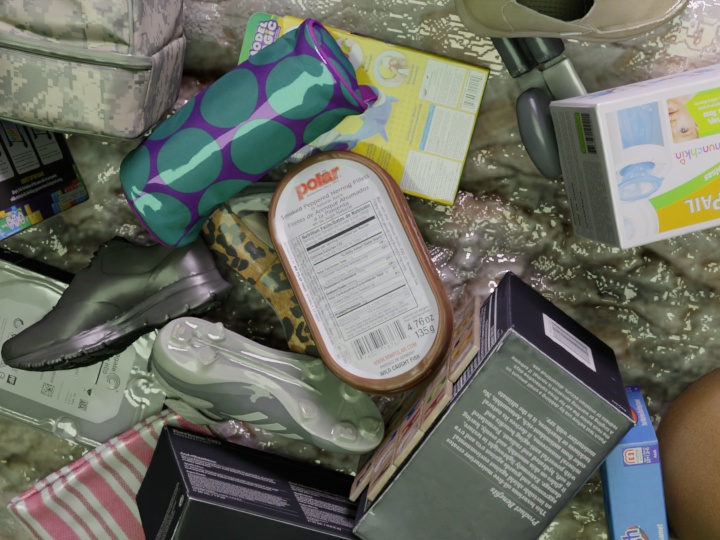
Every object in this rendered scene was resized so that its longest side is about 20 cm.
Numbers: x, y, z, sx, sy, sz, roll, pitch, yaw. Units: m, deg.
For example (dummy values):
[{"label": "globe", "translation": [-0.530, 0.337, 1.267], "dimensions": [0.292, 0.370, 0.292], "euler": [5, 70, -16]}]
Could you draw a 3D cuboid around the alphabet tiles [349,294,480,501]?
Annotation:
[{"label": "alphabet tiles", "translation": [0.043, 0.108, 1.090], "dimensions": [0.008, 0.200, 0.168], "euler": [36, 103, -3]}]

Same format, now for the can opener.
[{"label": "can opener", "translation": [0.132, -0.174, 1.093], "dimensions": [0.052, 0.066, 0.201], "euler": [-24, 94, 38]}]

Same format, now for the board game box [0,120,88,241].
[{"label": "board game box", "translation": [-0.301, -0.107, 1.087], "dimensions": [0.056, 0.200, 0.166], "euler": [-22, 97, 12]}]

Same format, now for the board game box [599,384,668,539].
[{"label": "board game box", "translation": [0.223, 0.211, 1.116], "dimensions": [0.045, 0.152, 0.201], "euler": [-7, 100, 7]}]

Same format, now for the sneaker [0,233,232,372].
[{"label": "sneaker", "translation": [-0.208, 0.023, 1.140], "dimensions": [0.199, 0.076, 0.091], "euler": [-23, 82, 2]}]

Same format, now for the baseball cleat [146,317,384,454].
[{"label": "baseball cleat", "translation": [-0.079, 0.103, 1.127], "dimensions": [0.199, 0.070, 0.107], "euler": [28, 144, -3]}]

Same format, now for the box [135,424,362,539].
[{"label": "box", "translation": [-0.071, 0.209, 1.122], "dimensions": [0.199, 0.141, 0.079], "euler": [19, 103, -20]}]

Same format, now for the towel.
[{"label": "towel", "translation": [-0.190, 0.212, 1.202], "dimensions": [0.199, 0.030, 0.147], "euler": [-30, 114, 10]}]

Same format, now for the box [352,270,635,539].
[{"label": "box", "translation": [0.105, 0.131, 1.090], "dimensions": [0.123, 0.200, 0.199], "euler": [37, 104, -2]}]

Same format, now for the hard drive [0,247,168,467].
[{"label": "hard drive", "translation": [-0.259, 0.075, 1.202], "dimensions": [0.199, 0.038, 0.140], "euler": [20, 103, 1]}]

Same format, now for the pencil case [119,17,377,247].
[{"label": "pencil case", "translation": [-0.090, -0.106, 1.074], "dimensions": [0.200, 0.085, 0.092], "euler": [-35, 133, 11]}]

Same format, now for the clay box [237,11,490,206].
[{"label": "clay box", "translation": [-0.004, -0.135, 1.125], "dimensions": [0.199, 0.048, 0.116], "euler": [16, 102, 4]}]

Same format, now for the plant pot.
[{"label": "plant pot", "translation": [0.331, 0.187, 1.075], "dimensions": [0.185, 0.200, 0.188], "euler": [1, 102, 5]}]

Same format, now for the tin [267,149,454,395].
[{"label": "tin", "translation": [0.000, 0.000, 1.078], "dimensions": [0.111, 0.042, 0.201], "euler": [-25, 79, 2]}]

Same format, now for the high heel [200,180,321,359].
[{"label": "high heel", "translation": [-0.086, 0.019, 1.162], "dimensions": [0.142, 0.071, 0.201], "euler": [0, 102, 16]}]

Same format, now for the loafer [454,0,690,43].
[{"label": "loafer", "translation": [0.173, -0.213, 1.052], "dimensions": [0.199, 0.068, 0.076], "euler": [-10, 93, -16]}]

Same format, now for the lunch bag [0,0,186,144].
[{"label": "lunch bag", "translation": [-0.207, -0.203, 1.061], "dimensions": [0.138, 0.200, 0.169], "euler": [13, 106, 1]}]

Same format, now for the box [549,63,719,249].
[{"label": "box", "translation": [0.262, -0.095, 1.049], "dimensions": [0.199, 0.101, 0.113], "euler": [-14, 100, -9]}]
